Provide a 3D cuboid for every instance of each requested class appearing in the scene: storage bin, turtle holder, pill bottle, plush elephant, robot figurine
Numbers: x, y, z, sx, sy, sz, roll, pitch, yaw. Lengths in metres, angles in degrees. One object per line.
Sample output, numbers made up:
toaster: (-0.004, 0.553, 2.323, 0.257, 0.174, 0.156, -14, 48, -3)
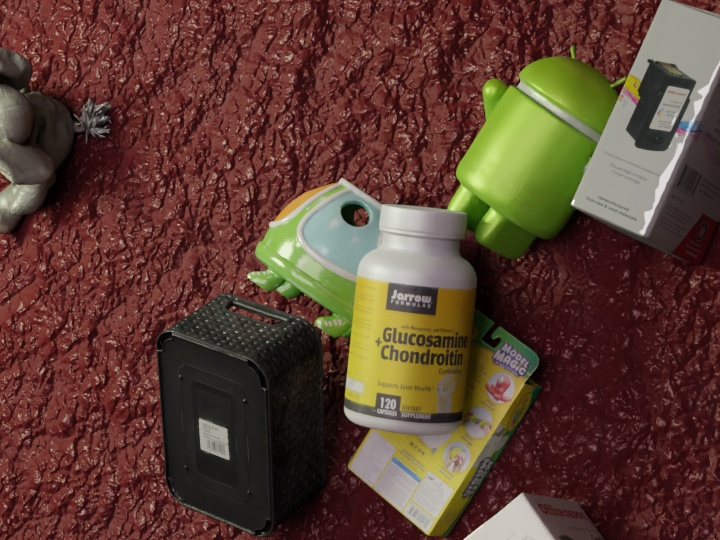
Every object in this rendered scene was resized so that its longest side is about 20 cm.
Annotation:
storage bin: (-0.116, 0.140, 1.730, 0.134, 0.094, 0.202, 17, 122, 30)
turtle holder: (-0.007, -0.005, 1.724, 0.185, 0.141, 0.132, 34, 91, 31)
pill bottle: (0.048, 0.044, 1.633, 0.111, 0.112, 0.202, 8, 95, 29)
plush elephant: (-0.391, -0.152, 1.949, 0.199, 0.154, 0.166, -22, 71, 24)
robot figurine: (0.168, -0.111, 1.660, 0.175, 0.115, 0.201, 40, 101, 40)

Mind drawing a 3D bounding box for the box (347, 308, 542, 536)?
box: (0.086, 0.139, 1.701, 0.117, 0.048, 0.201, 37, 102, 29)

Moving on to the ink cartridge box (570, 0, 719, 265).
ink cartridge box: (0.286, -0.121, 1.580, 0.082, 0.145, 0.201, 25, 93, 32)

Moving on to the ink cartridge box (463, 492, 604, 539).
ink cartridge box: (0.193, 0.299, 1.556, 0.083, 0.147, 0.201, -42, 65, 14)
